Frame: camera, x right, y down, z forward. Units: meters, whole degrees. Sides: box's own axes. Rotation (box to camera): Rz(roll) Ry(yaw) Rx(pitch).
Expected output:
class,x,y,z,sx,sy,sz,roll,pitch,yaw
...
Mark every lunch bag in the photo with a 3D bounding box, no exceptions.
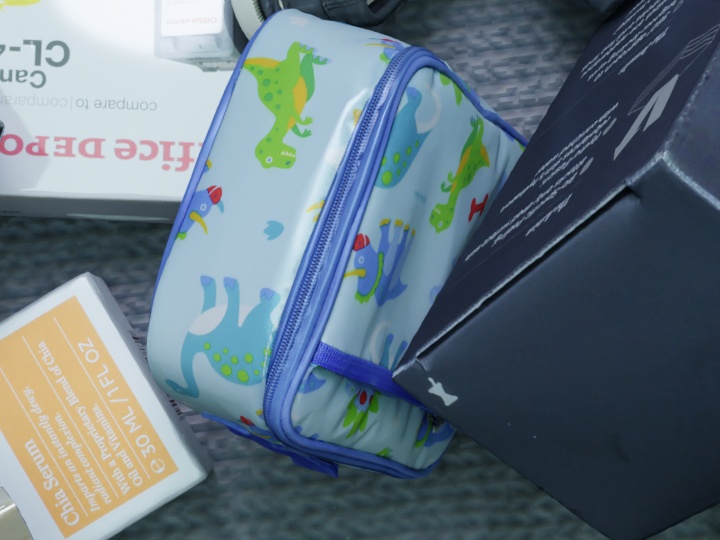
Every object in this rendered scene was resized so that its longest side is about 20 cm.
class,x,y,z,sx,sy,sz,roll,pitch,yaw
lunch bag,0.000,0.000,0.764,0.082,0.200,0.161,20,85,22

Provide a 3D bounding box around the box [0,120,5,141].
class,x,y,z,sx,sy,sz,roll,pitch,yaw
box,-0.250,-0.064,0.717,0.199,0.141,0.079,6,115,-29

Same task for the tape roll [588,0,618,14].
class,x,y,z,sx,sy,sz,roll,pitch,yaw
tape roll,0.148,-0.195,0.780,0.200,0.200,0.066,-44,89,-4

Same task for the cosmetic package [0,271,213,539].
class,x,y,z,sx,sy,sz,roll,pitch,yaw
cosmetic package,-0.172,0.094,0.816,0.200,0.071,0.102,-32,89,-3

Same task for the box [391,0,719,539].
class,x,y,z,sx,sy,sz,roll,pitch,yaw
box,0.135,-0.034,0.682,0.117,0.197,0.200,37,59,-6

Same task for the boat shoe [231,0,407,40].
class,x,y,z,sx,sy,sz,roll,pitch,yaw
boat shoe,0.025,-0.160,0.798,0.199,0.066,0.075,-47,124,-38

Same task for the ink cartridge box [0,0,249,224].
class,x,y,z,sx,sy,sz,roll,pitch,yaw
ink cartridge box,-0.099,-0.124,0.824,0.147,0.086,0.201,2,85,-3

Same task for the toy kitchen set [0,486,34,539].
class,x,y,z,sx,sy,sz,roll,pitch,yaw
toy kitchen set,-0.212,0.105,0.642,0.200,0.163,0.181,-32,131,-18
